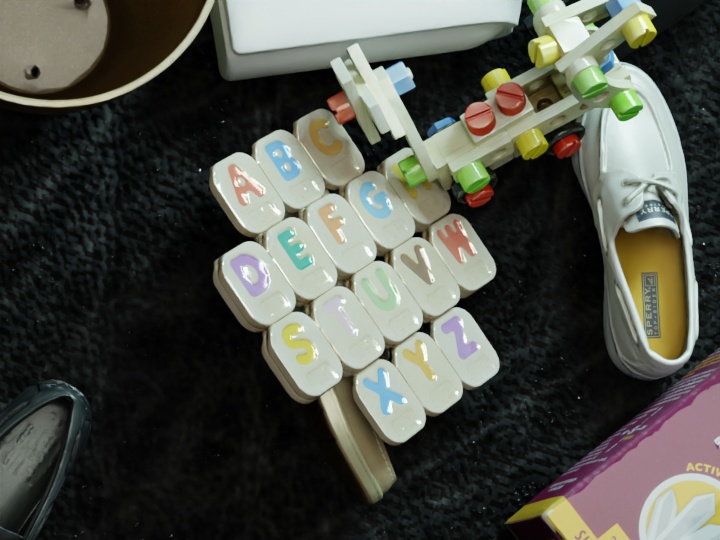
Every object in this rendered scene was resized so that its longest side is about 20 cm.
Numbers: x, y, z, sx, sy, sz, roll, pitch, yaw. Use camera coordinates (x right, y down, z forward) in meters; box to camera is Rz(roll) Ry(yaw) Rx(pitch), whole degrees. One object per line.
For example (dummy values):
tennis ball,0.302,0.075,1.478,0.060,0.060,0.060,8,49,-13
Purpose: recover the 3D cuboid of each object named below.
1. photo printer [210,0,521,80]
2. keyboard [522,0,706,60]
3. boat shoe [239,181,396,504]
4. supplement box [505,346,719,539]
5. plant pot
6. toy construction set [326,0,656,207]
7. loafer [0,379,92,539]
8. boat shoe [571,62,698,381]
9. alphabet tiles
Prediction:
photo printer,0.000,-0.209,1.542,0.200,0.069,0.166,-8,81,-11
keyboard,0.185,-0.202,1.531,0.200,0.127,0.021,-35,49,10
boat shoe,-0.013,0.040,1.506,0.065,0.072,0.200,-20,80,-11
supplement box,0.209,0.140,1.512,0.200,0.103,0.131,-38,89,-13
plant pot,-0.183,-0.164,1.437,0.186,0.200,0.186,2,81,-11
toy construction set,0.083,-0.105,1.501,0.200,0.131,0.092,-15,70,5
loafer,-0.225,0.148,1.450,0.068,0.070,0.201,35,78,-3
boat shoe,0.175,-0.033,1.546,0.071,0.070,0.200,-3,84,-11
alphabet tiles,0.000,0.000,1.486,0.200,0.015,0.196,-32,87,-46
